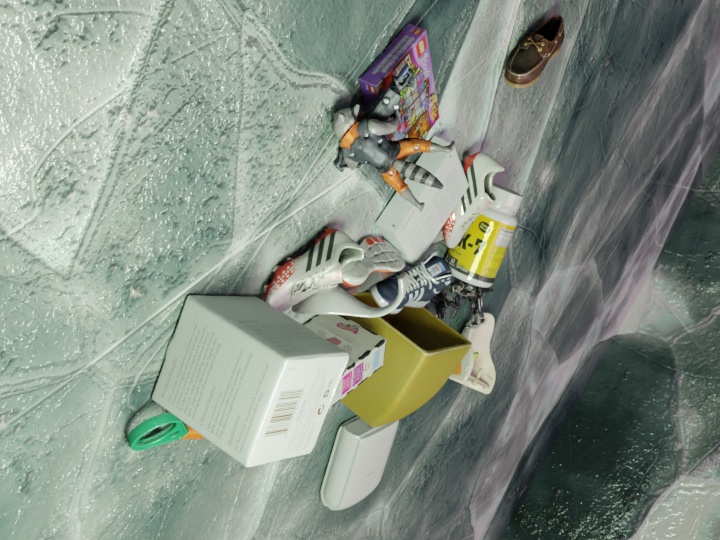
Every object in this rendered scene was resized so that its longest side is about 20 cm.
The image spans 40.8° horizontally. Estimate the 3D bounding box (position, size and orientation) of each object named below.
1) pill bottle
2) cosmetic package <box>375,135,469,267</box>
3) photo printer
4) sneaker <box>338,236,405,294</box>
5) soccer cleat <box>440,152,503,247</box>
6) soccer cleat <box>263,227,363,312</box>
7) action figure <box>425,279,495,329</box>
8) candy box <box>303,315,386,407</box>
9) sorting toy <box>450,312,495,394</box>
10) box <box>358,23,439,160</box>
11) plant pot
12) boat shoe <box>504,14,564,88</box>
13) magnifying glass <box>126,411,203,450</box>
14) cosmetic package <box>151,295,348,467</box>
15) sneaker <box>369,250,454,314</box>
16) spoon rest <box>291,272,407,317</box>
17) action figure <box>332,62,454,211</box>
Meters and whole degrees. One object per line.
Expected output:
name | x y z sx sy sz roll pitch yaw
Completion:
pill bottle | 0.255 -0.077 2.001 0.114 0.113 0.202 0 114 -60
cosmetic package | 0.118 -0.124 1.789 0.201 0.051 0.151 -56 155 -12
photo printer | -0.004 0.399 2.022 0.166 0.069 0.202 -14 126 -55
sneaker | 0.000 0.000 1.701 0.199 0.077 0.082 -16 153 -52
soccer cleat | 0.219 -0.131 1.905 0.068 0.085 0.202 -9 121 -57
soccer cleat | -0.075 0.008 1.537 0.200 0.085 0.069 -44 147 -33
action figure | 0.203 0.065 2.045 0.199 0.118 0.104 -4 102 -48
candy box | -0.068 0.154 1.623 0.199 0.135 0.062 -33 139 -42
sorting toy | 0.262 0.176 2.267 0.200 0.106 0.182 34 77 -62
box | 0.068 -0.279 1.579 0.137 0.039 0.201 -51 150 -22
plant pot | 0.052 0.174 1.803 0.195 0.193 0.202 -2 123 -59
boat shoe | 0.339 -0.430 1.885 0.200 0.070 0.071 -52 159 -37
magnifying glass | -0.276 0.239 1.442 0.079 0.023 0.200 -36 160 11
cosmetic package | -0.158 0.152 1.395 0.166 0.199 0.169 3 113 -59
sneaker | 0.100 0.019 1.773 0.108 0.071 0.199 -41 162 24
spoon rest | -0.018 0.049 1.574 0.099 0.197 0.062 -42 122 -70
action figure | 0.048 -0.202 1.467 0.201 0.191 0.105 -60 -167 26
